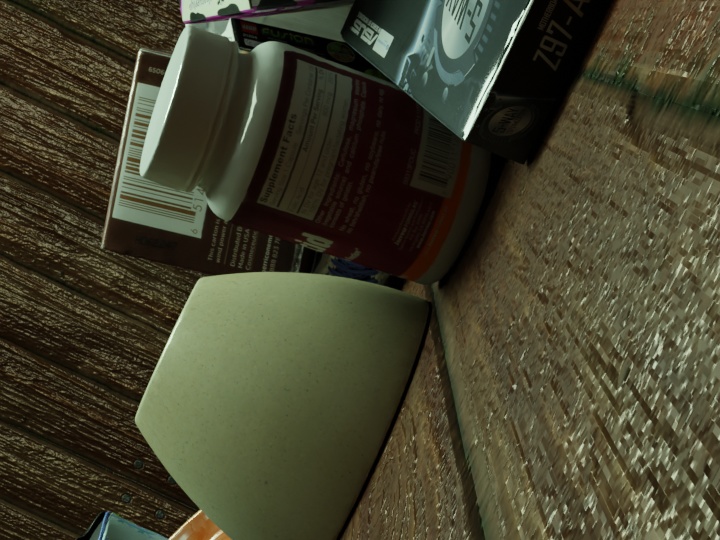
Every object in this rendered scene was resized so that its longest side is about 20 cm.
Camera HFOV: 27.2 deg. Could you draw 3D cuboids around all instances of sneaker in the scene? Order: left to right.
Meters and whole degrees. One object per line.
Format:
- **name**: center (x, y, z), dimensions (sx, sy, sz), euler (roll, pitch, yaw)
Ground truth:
- **sneaker**: center (0.000, 0.000, 1.225), dimensions (0.199, 0.080, 0.117), euler (116, 173, -88)

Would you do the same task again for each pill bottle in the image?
- **pill bottle**: center (-0.029, -0.073, 0.925), dimensions (0.114, 0.198, 0.116), euler (-162, 90, -76)

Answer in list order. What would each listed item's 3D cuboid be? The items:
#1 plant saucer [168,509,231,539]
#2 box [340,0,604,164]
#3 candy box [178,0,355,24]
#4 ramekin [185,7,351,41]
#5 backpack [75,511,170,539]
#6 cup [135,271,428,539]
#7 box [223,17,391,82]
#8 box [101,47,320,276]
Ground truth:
- **plant saucer**: center (-0.126, 0.247, 1.191), dimensions (0.200, 0.032, 0.201), euler (-40, 14, 12)
- **box**: center (0.071, -0.173, 0.863), dimensions (0.162, 0.043, 0.200), euler (-64, 30, 15)
- **candy box**: center (-0.013, -0.211, 1.015), dimensions (0.136, 0.198, 0.062), euler (11, 111, 64)
- **ramekin**: center (-0.053, -0.252, 1.177), dimensions (0.200, 0.104, 0.203), euler (-43, 40, 50)
- **backpack**: center (-0.145, 0.268, 0.906), dimensions (0.201, 0.145, 0.184), euler (-74, 8, -45)
- **cup**: center (-0.061, 0.080, 0.961), dimensions (0.200, 0.142, 0.202), euler (-90, 26, -82)
- **box**: center (-0.011, -0.100, 1.022), dimensions (0.035, 0.198, 0.111), euler (-104, 33, -44)
- **box**: center (-0.105, -0.089, 1.255), dimensions (0.200, 0.162, 0.168), euler (-57, -21, -81)
